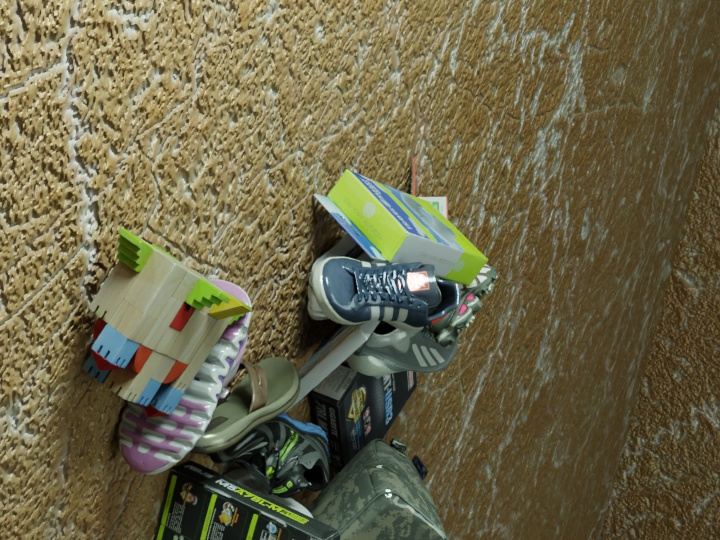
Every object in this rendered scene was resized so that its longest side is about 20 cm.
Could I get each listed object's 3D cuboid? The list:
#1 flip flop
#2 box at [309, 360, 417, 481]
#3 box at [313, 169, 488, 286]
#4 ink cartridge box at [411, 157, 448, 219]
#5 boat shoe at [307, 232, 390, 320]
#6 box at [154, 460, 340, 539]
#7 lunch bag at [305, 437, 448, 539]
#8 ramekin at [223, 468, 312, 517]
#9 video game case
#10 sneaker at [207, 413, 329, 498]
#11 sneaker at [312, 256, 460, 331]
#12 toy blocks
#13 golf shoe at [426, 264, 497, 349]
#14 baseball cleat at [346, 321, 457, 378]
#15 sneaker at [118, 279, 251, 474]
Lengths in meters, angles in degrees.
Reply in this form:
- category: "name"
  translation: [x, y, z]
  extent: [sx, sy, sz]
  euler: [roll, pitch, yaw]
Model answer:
- category: "flip flop"
  translation: [-0.129, 0.131, 1.522]
  extent: [0.200, 0.080, 0.058]
  euler: [-32, 116, -54]
- category: "box"
  translation: [0.008, 0.154, 1.890]
  extent: [0.199, 0.049, 0.201]
  euler: [-53, 153, -34]
- category: "box"
  translation: [0.048, -0.048, 1.646]
  extent: [0.048, 0.122, 0.199]
  euler: [-53, 147, 15]
- category: "ink cartridge box"
  translation: [0.090, -0.034, 1.857]
  extent: [0.110, 0.050, 0.202]
  euler: [-87, 177, -48]
- category: "boat shoe"
  translation: [0.000, 0.000, 1.709]
  extent: [0.200, 0.071, 0.066]
  euler: [-43, 157, -53]
- category: "box"
  translation: [-0.133, 0.329, 1.515]
  extent: [0.047, 0.191, 0.203]
  euler: [-11, 118, -62]
- category: "lunch bag"
  translation: [-0.001, 0.319, 1.809]
  extent: [0.139, 0.168, 0.200]
  euler: [40, 100, -26]
- category: "ramekin"
  translation: [-0.130, 0.340, 1.648]
  extent: [0.200, 0.104, 0.202]
  euler: [-49, 150, -40]
- category: "video game case"
  translation: [-0.015, 0.074, 1.656]
  extent: [0.143, 0.018, 0.200]
  euler: [-43, -176, 27]
- category: "sneaker"
  translation: [-0.093, 0.207, 1.602]
  extent: [0.199, 0.070, 0.084]
  euler: [22, 45, -54]
- category: "sneaker"
  translation: [0.033, 0.018, 1.530]
  extent: [0.199, 0.084, 0.076]
  euler: [8, 69, -52]
- category: "toy blocks"
  translation: [-0.189, 0.057, 1.301]
  extent: [0.138, 0.099, 0.200]
  euler: [-57, 157, -2]
- category: "golf shoe"
  translation: [0.110, 0.019, 1.756]
  extent: [0.077, 0.088, 0.200]
  euler: [-52, 178, 21]
- category: "baseball cleat"
  translation: [0.070, 0.082, 1.792]
  extent: [0.199, 0.070, 0.107]
  euler: [-12, 143, -49]
- category: "sneaker"
  translation: [-0.163, 0.112, 1.418]
  extent: [0.202, 0.080, 0.089]
  euler: [-62, 169, -15]
